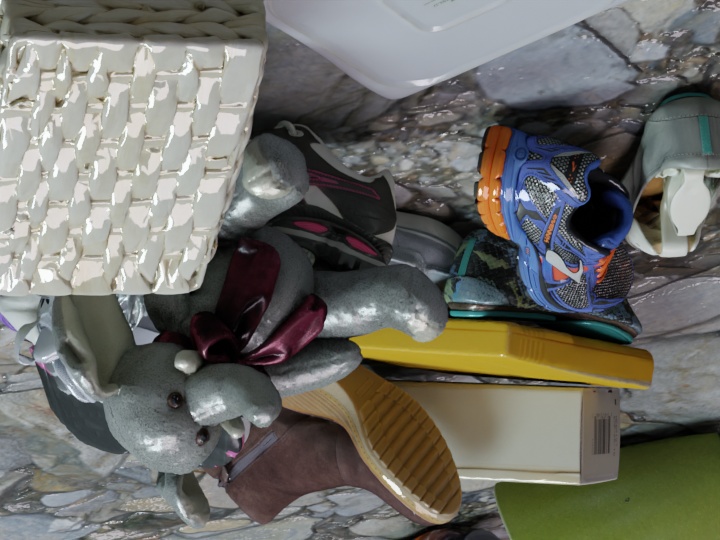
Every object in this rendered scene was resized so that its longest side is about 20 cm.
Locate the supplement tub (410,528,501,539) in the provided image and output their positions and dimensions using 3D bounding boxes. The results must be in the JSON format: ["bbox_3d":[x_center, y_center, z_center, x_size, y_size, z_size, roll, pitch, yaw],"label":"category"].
[{"bbox_3d":[0.060,0.319,2.045,0.107,0.107,0.200,12,149,-38],"label":"supplement tub"}]

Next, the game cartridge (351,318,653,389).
[{"bbox_3d":[0.083,0.054,1.460,0.176,0.032,0.200,2,172,36],"label":"game cartridge"}]

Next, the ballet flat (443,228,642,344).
[{"bbox_3d":[0.133,0.009,1.421,0.074,0.074,0.200,-24,159,32],"label":"ballet flat"}]

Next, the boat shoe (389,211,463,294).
[{"bbox_3d":[0.000,0.000,1.355,0.070,0.072,0.201,-27,150,36],"label":"boat shoe"}]

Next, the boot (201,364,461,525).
[{"bbox_3d":[-0.029,0.140,1.527,0.072,0.200,0.166,-32,164,-46],"label":"boot"}]

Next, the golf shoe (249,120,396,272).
[{"bbox_3d":[-0.072,-0.051,1.226,0.200,0.088,0.077,25,149,-14],"label":"golf shoe"}]

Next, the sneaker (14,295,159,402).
[{"bbox_3d":[-0.119,0.043,1.302,0.200,0.115,0.075,29,170,-25],"label":"sneaker"}]

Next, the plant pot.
[{"bbox_3d":[0.250,0.229,1.856,0.200,0.187,0.187,-29,153,8],"label":"plant pot"}]

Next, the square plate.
[{"bbox_3d":[0.041,-0.153,1.083,0.200,0.028,0.198,-22,153,27],"label":"square plate"}]

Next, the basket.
[{"bbox_3d":[-0.125,-0.088,1.006,0.135,0.123,0.200,0,142,-18],"label":"basket"}]

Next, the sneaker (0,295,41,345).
[{"bbox_3d":[-0.144,0.017,1.375,0.200,0.081,0.083,4,180,-31],"label":"sneaker"}]

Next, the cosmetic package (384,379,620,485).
[{"bbox_3d":[0.085,0.119,1.559,0.200,0.073,0.104,0,177,24],"label":"cosmetic package"}]

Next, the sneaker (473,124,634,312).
[{"bbox_3d":[0.137,-0.023,1.311,0.078,0.075,0.200,7,162,28],"label":"sneaker"}]

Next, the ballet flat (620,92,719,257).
[{"bbox_3d":[0.197,-0.043,1.335,0.067,0.064,0.200,-6,156,-5],"label":"ballet flat"}]

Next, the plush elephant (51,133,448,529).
[{"bbox_3d":[-0.081,0.044,1.145,0.200,0.155,0.165,-15,132,32],"label":"plush elephant"}]

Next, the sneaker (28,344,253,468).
[{"bbox_3d":[-0.137,0.079,1.439,0.200,0.086,0.080,15,129,34],"label":"sneaker"}]
